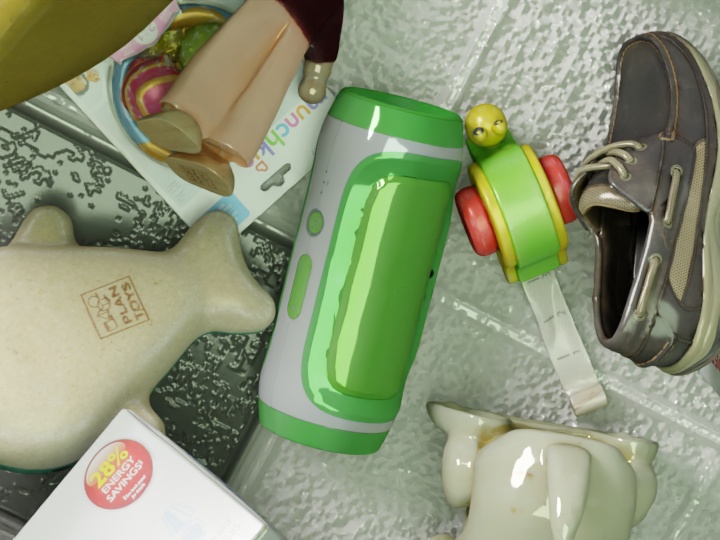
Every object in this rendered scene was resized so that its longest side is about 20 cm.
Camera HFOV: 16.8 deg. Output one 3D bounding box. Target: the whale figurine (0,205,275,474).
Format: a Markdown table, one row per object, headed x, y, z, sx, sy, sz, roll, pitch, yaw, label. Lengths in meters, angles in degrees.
| x | y | z | sx | sy | sz | roll | pitch | yaw | label |
| --- | --- | --- | --- | --- | --- | --- | --- | --- | --- |
| -0.152 | 0.039 | 1.396 | 0.200 | 0.104 | 0.159 | -24 | 77 | -15 | whale figurine |

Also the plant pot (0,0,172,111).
| x | y | z | sx | sy | sz | roll | pitch | yaw | label |
| --- | --- | --- | --- | --- | --- | --- | --- | --- | --- |
| -0.218 | -0.173 | 1.283 | 0.196 | 0.194 | 0.200 | 49 | 126 | 7 | plant pot |

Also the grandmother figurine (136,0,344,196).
| x | y | z | sx | sy | sz | roll | pitch | yaw | label |
| --- | --- | --- | --- | --- | --- | --- | --- | --- | --- |
| -0.043 | -0.138 | 1.357 | 0.060 | 0.121 | 0.200 | 21 | 69 | 28 | grandmother figurine |

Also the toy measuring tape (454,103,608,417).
| x | y | z | sx | sy | sz | roll | pitch | yaw | label |
| --- | --- | --- | --- | --- | --- | --- | --- | --- | --- |
| 0.104 | -0.002 | 1.417 | 0.073 | 0.074 | 0.200 | -21 | 101 | 0 | toy measuring tape |

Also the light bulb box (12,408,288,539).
| x | y | z | sx | sy | sz | roll | pitch | yaw | label |
| --- | --- | --- | --- | --- | --- | --- | --- | --- | --- |
| -0.111 | 0.217 | 1.347 | 0.198 | 0.125 | 0.200 | -50 | 145 | -7 | light bulb box |

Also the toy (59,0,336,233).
| x | y | z | sx | sy | sz | roll | pitch | yaw | label |
| --- | --- | --- | --- | --- | --- | --- | --- | --- | --- |
| -0.107 | -0.116 | 1.390 | 0.115 | 0.047 | 0.200 | -41 | 100 | 4 | toy |

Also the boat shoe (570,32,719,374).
| x | y | z | sx | sy | sz | roll | pitch | yaw | label |
| --- | --- | --- | --- | --- | --- | --- | --- | --- | --- |
| 0.162 | -0.043 | 1.370 | 0.073 | 0.074 | 0.201 | 8 | 69 | -30 | boat shoe |

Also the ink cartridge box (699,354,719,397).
| x | y | z | sx | sy | sz | roll | pitch | yaw | label |
| --- | --- | --- | --- | --- | --- | --- | --- | --- | --- |
| 0.254 | -0.016 | 1.387 | 0.083 | 0.146 | 0.201 | 4 | 100 | -4 | ink cartridge box |

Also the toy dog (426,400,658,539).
| x | y | z | sx | sy | sz | roll | pitch | yaw | label |
| --- | --- | --- | --- | --- | --- | --- | --- | --- | --- |
| 0.105 | 0.189 | 1.397 | 0.139 | 0.194 | 0.201 | 9 | 91 | -15 | toy dog |

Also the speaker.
| x | y | z | sx | sy | sz | roll | pitch | yaw | label |
| --- | --- | --- | --- | --- | --- | --- | --- | --- | --- |
| 0.000 | 0.000 | 1.402 | 0.088 | 0.088 | 0.201 | 13 | 99 | -7 | speaker |
